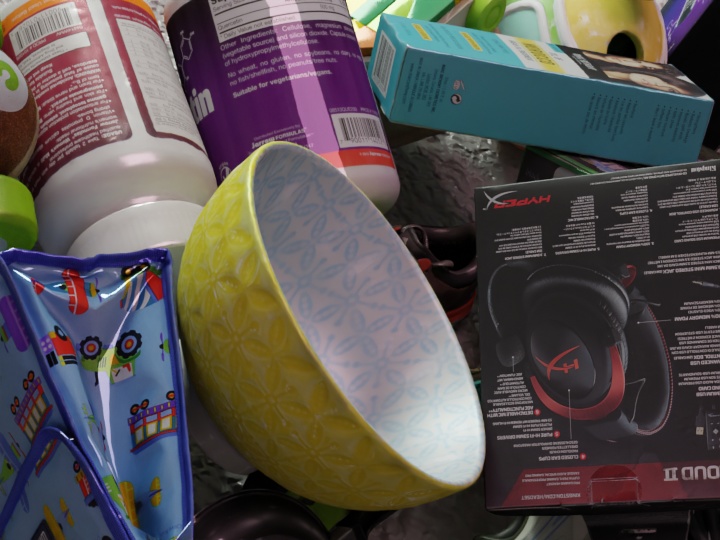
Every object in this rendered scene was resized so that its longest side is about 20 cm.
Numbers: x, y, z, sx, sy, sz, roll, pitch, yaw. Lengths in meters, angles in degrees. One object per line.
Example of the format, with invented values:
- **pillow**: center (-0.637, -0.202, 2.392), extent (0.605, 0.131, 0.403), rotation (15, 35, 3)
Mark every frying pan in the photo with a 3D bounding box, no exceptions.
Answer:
- **frying pan**: center (-0.022, 0.166, 0.925), extent (0.190, 0.031, 0.115), rotation (-6, 95, -34)

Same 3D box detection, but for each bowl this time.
- **bowl**: center (-0.035, 0.045, 0.905), extent (0.200, 0.108, 0.200), rotation (48, 23, -28)

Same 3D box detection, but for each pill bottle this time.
- **pill bottle**: center (-0.147, -0.067, 1.034), extent (0.109, 0.110, 0.200), rotation (-2, 54, -32)
- **pill bottle**: center (-0.053, -0.118, 1.076), extent (0.112, 0.112, 0.200), rotation (-8, 76, -36)

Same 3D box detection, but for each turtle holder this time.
- **turtle holder**: center (0.161, -0.156, 1.240), extent (0.141, 0.185, 0.132), rotation (35, 31, -42)

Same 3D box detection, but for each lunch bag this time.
- **lunch bag**: center (-0.131, 0.113, 0.858), extent (0.094, 0.151, 0.200), rotation (-1, 54, -31)

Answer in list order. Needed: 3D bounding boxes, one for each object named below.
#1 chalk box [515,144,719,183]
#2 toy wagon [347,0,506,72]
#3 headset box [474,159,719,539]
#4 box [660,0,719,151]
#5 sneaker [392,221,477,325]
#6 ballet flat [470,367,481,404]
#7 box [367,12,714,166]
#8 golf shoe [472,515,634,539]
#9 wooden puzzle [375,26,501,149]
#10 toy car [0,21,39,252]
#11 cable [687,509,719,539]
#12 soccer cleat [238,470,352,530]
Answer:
- **chalk box**: center (0.166, -0.006, 1.112), extent (0.200, 0.124, 0.125), rotation (-9, 30, -44)
- **toy wagon**: center (0.023, -0.202, 1.189), extent (0.155, 0.040, 0.200), rotation (35, 62, 23)
- **headset box**: center (0.144, 0.050, 0.957), extent (0.075, 0.148, 0.200), rotation (22, 64, -64)
- **box**: center (0.267, -0.174, 1.308), extent (0.079, 0.200, 0.141), rotation (32, 43, -3)
- **sneaker**: center (0.000, 0.000, 1.083), extent (0.200, 0.082, 0.077), rotation (-15, 62, -39)
- **ballet flat**: center (0.124, 0.088, 1.108), extent (0.200, 0.071, 0.065), rotation (12, 20, -25)
- **box**: center (0.110, -0.111, 1.098), extent (0.200, 0.049, 0.082), rotation (8, 21, -14)
- **golf shoe**: center (0.135, 0.102, 1.021), extent (0.097, 0.078, 0.200), rotation (26, 86, 7)
- **wooden puzzle**: center (-0.005, -0.144, 1.201), extent (0.200, 0.046, 0.185), rotation (-16, 55, -10)
- **toy car**: center (-0.261, -0.107, 0.912), extent (0.158, 0.200, 0.165), rotation (-14, 61, -3)
- **cable**: center (0.224, 0.153, 1.048), extent (0.051, 0.163, 0.200), rotation (6, 40, 22)
- **soccer cleat**: center (-0.025, 0.095, 0.998), extent (0.081, 0.068, 0.200), rotation (28, 52, 27)
